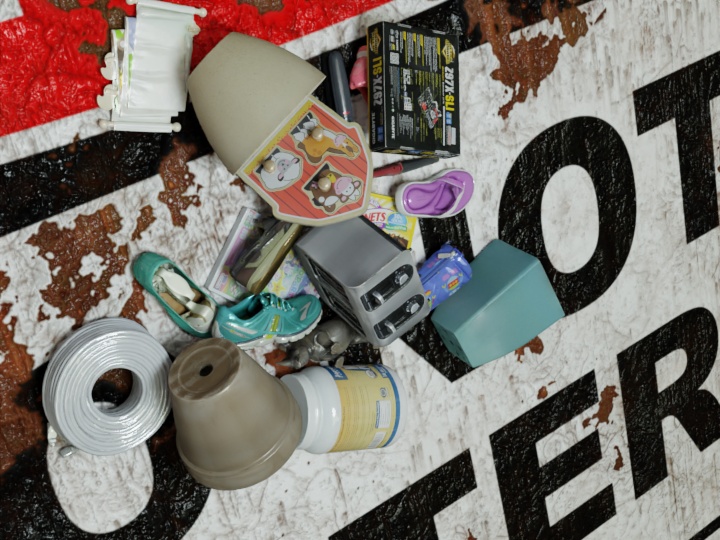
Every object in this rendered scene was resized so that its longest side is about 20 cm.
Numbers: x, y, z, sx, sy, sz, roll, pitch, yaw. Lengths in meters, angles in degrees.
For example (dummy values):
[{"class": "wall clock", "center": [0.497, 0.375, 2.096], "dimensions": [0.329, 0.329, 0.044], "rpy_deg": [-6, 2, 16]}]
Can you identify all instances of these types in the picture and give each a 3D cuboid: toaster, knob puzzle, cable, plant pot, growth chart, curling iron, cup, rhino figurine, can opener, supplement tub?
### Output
[{"class": "toaster", "center": [0.000, 0.000, 1.612], "dimensions": [0.118, 0.200, 0.182], "rpy_deg": [-40, 144, -14]}, {"class": "knob puzzle", "center": [-0.066, -0.157, 1.565], "dimensions": [0.217, 0.030, 0.222], "rpy_deg": [0, 75, 1]}, {"class": "cable", "center": [-0.373, 0.174, 1.504], "dimensions": [0.198, 0.069, 0.202], "rpy_deg": [-16, 111, -30]}, {"class": "plant pot", "center": [-0.204, 0.200, 1.523], "dimensions": [0.200, 0.199, 0.174], "rpy_deg": [-39, 138, -19]}, {"class": "growth chart", "center": [-0.304, -0.294, 1.456], "dimensions": [0.143, 0.018, 0.202], "rpy_deg": [7, 98, -35]}, {"class": "curling iron", "center": [0.058, -0.183, 1.731], "dimensions": [0.198, 0.025, 0.050], "rpy_deg": [-8, 110, -33]}, {"class": "cup", "center": [-0.168, -0.260, 1.473], "dimensions": [0.143, 0.200, 0.201], "rpy_deg": [44, 76, -7]}, {"class": "rhino figurine", "center": [-0.063, 0.124, 1.684], "dimensions": [0.199, 0.087, 0.060], "rpy_deg": [-21, 124, -37]}, {"class": "plant pot", "center": [0.241, 0.072, 1.863], "dimensions": [0.199, 0.141, 0.142], "rpy_deg": [-39, 121, -11]}, {"class": "can opener", "center": [-0.034, -0.251, 1.626], "dimensions": [0.078, 0.063, 0.202], "rpy_deg": [-13, 110, -31]}, {"class": "supplement tub", "center": [-0.035, 0.233, 1.706], "dimensions": [0.198, 0.144, 0.146], "rpy_deg": [2, 102, -35]}]

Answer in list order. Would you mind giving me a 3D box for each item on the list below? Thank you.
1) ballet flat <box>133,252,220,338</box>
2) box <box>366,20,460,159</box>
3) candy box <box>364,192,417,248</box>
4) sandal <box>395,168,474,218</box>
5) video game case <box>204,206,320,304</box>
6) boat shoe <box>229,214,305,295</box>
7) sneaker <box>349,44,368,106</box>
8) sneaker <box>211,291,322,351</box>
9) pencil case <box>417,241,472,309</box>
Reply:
[{"class": "ballet flat", "center": [-0.265, 0.048, 1.543], "dimensions": [0.068, 0.070, 0.200], "rpy_deg": [-53, 126, -14]}, {"class": "box", "center": [0.086, -0.286, 1.619], "dimensions": [0.158, 0.049, 0.203], "rpy_deg": [0, 88, -38]}, {"class": "candy box", "center": [0.011, -0.083, 1.726], "dimensions": [0.198, 0.026, 0.104], "rpy_deg": [8, 95, -36]}, {"class": "sandal", "center": [0.143, -0.129, 1.771], "dimensions": [0.201, 0.049, 0.083], "rpy_deg": [-19, 106, -41]}, {"class": "video game case", "center": [-0.142, 0.002, 1.648], "dimensions": [0.199, 0.018, 0.144], "rpy_deg": [29, 85, -37]}, {"class": "boat shoe", "center": [-0.134, -0.057, 1.584], "dimensions": [0.064, 0.073, 0.201], "rpy_deg": [31, 64, 2]}, {"class": "sneaker", "center": [0.052, -0.276, 1.667], "dimensions": [0.200, 0.073, 0.087], "rpy_deg": [40, 65, -27]}, {"class": "sneaker", "center": [-0.142, 0.071, 1.595], "dimensions": [0.198, 0.077, 0.080], "rpy_deg": [-15, 127, -36]}, {"class": "pencil case", "center": [0.112, 0.032, 1.793], "dimensions": [0.199, 0.078, 0.087], "rpy_deg": [-38, 150, -21]}]
